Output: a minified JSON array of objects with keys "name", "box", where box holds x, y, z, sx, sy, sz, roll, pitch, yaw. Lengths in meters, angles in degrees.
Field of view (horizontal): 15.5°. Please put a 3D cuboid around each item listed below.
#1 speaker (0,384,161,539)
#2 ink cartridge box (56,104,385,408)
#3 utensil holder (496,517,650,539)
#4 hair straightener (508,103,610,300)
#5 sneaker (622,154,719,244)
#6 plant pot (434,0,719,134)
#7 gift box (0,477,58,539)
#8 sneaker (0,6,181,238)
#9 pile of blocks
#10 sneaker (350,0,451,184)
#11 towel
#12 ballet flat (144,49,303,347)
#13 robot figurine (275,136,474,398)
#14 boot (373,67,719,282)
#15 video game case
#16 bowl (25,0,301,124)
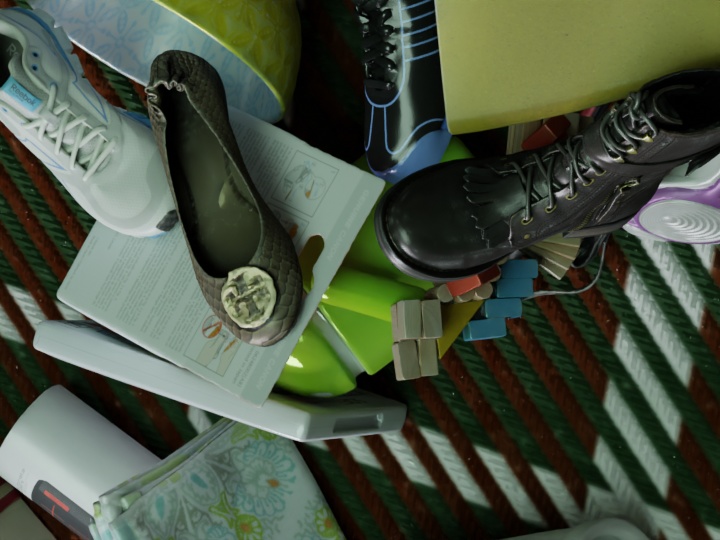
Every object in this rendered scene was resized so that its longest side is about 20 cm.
[{"name":"speaker","box":[-0.162,0.168,1.887,0.200,0.081,0.081,36,122,10]},{"name":"ink cartridge box","box":[-0.080,-0.013,1.649,0.200,0.047,0.160,26,86,39]},{"name":"utensil holder","box":[0.090,0.259,1.740,0.200,0.170,0.170,-11,104,32]},{"name":"hair straightener","box":[0.149,-0.048,1.655,0.077,0.041,0.200,37,117,9]},{"name":"sneaker","box":[0.220,-0.082,1.574,0.075,0.100,0.200,25,145,-18]},{"name":"plant pot","box":[0.145,-0.203,1.518,0.176,0.200,0.200,-2,110,14]},{"name":"gift box","box":[-0.356,0.243,1.954,0.185,0.187,0.200,45,122,5]},{"name":"sneaker","box":[-0.190,-0.094,1.656,0.200,0.087,0.075,44,102,21]},{"name":"pile of blocks","box":[0.089,-0.013,1.579,0.082,0.062,0.200,33,83,-5]},{"name":"sneaker","box":[0.022,-0.154,1.614,0.070,0.078,0.200,4,82,50]},{"name":"towel","box":[-0.079,0.205,1.802,0.048,0.171,0.200,-19,101,49]},{"name":"ballet flat","box":[-0.088,-0.047,1.593,0.067,0.046,0.200,-26,68,19]},{"name":"robot figurine","box":[0.000,0.000,1.684,0.200,0.175,0.116,-38,96,-2]},{"name":"boot","box":[0.120,-0.063,1.467,0.174,0.200,0.069,-38,70,61]},{"name":"video game case","box":[-0.090,0.070,1.751,0.200,0.182,0.024,18,95,20]},{"name":"bowl","box":[-0.113,-0.189,1.685,0.200,0.200,0.108,23,76,18]}]
